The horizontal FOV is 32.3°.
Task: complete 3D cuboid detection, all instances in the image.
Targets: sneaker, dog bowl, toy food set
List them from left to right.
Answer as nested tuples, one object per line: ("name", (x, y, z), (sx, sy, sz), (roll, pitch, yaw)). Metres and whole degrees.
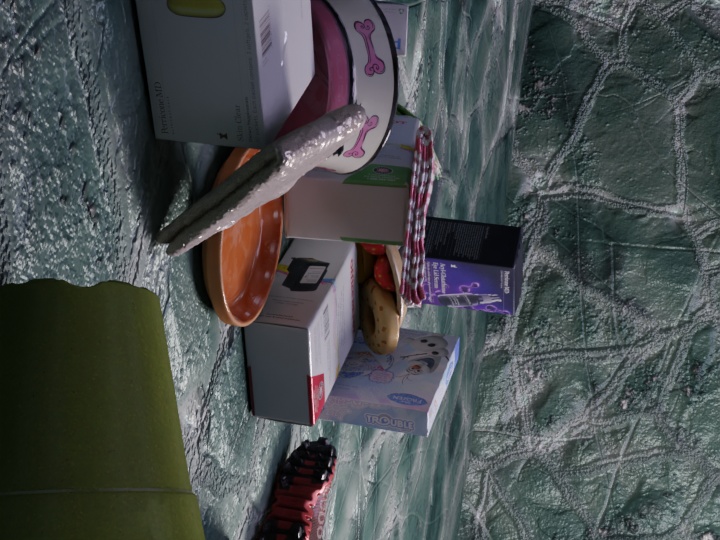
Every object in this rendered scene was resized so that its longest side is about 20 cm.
("sneaker", (-0.079, 0.315, 1.632), (0.098, 0.071, 0.201), (81, 23, -47))
("dog bowl", (-0.048, -0.199, 1.297), (0.074, 0.200, 0.201), (-7, 107, -36))
("toy food set", (0.000, 0.000, 1.641), (0.198, 0.048, 0.201), (41, -36, 52))

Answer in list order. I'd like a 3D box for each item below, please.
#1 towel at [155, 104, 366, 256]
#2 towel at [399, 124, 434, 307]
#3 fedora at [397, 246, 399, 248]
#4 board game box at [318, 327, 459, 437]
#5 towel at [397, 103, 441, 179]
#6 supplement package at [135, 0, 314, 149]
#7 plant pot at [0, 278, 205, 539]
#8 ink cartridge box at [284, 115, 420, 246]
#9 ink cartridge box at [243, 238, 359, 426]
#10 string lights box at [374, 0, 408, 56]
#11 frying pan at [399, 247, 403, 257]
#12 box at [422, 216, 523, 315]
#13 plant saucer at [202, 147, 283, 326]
("towel", (-0.092, -0.080, 1.143), (0.035, 0.200, 0.132), (56, 41, -2))
("towel", (0.070, -0.058, 1.429), (0.146, 0.030, 0.201), (43, 53, -86))
("fedora", (0.023, -0.094, 1.803), (0.177, 0.090, 0.201), (-23, 119, -74))
("board game box", (0.015, 0.137, 1.653), (0.199, 0.199, 0.044), (-57, 152, -60))
("towel", (0.041, -0.204, 1.758), (0.031, 0.149, 0.200), (-50, 159, -5))
("supplement package", (-0.119, -0.235, 1.115), (0.156, 0.110, 0.201), (-65, 157, -52))
("plant pot", (-0.198, 0.109, 0.858), (0.200, 0.199, 0.191), (46, 41, -72))
("ink cartridge box", (-0.006, -0.115, 1.501), (0.200, 0.145, 0.088), (-79, 172, -59))
("ink cartridge box", (-0.068, 0.070, 1.528), (0.200, 0.082, 0.146), (-63, 156, -55))
("string lights box", (-0.006, -0.285, 1.448), (0.200, 0.102, 0.059), (-110, -158, -76))
("frying pan", (0.076, 0.020, 2.216), (0.115, 0.031, 0.191), (24, 71, -74))
("box", (0.205, -0.009, 2.355), (0.148, 0.199, 0.105), (80, 22, -50))
("plant saucer", (-0.128, -0.041, 1.341), (0.200, 0.032, 0.201), (6, 90, -77))
